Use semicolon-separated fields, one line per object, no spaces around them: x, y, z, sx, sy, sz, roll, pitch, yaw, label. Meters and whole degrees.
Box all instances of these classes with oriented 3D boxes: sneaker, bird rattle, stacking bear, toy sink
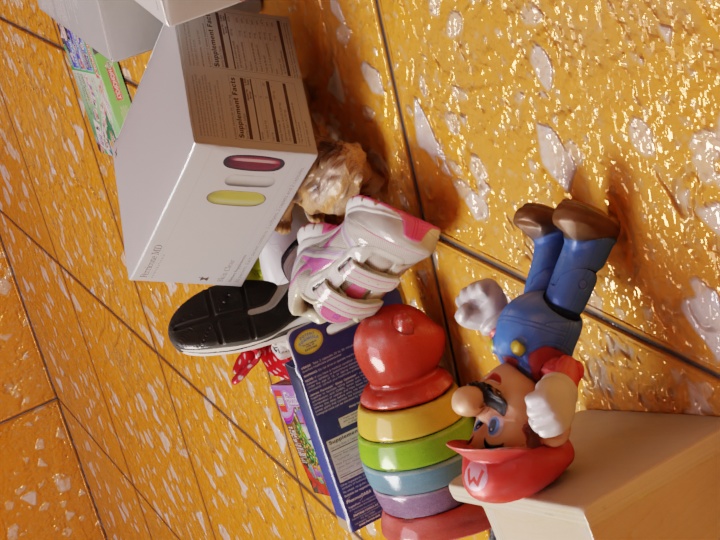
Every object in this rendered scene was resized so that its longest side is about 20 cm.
0.000;0.000;1.203;0.200;0.081;0.089;-27;44;63;sneaker
-0.109;0.019;1.553;0.163;0.112;0.201;-108;4;-57;bird rattle
0.048;0.125;1.253;0.121;0.113;0.201;12;119;64;stacking bear
0.170;0.174;0.980;0.200;0.130;0.112;-9;104;67;toy sink
-0.071;-0.004;1.440;0.115;0.075;0.200;55;151;27;sneaker
-0.075;0.063;1.353;0.116;0.200;0.076;82;172;-50;sneaker

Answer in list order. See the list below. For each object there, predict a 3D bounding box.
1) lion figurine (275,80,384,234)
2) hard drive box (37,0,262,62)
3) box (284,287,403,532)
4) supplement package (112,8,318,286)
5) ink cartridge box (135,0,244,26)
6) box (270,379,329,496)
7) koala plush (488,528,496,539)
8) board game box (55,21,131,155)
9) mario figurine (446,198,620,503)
-0.055;-0.116;1.288;0.200;0.072;0.123;59;148;30;lion figurine
-0.208;-0.279;1.362;0.200;0.155;0.077;37;143;50;hard drive box
0.007;0.123;1.317;0.032;0.121;0.201;17;127;63;box
-0.134;-0.105;1.265;0.200;0.110;0.156;124;142;-48;supplement package
-0.146;-0.294;1.217;0.200;0.145;0.084;42;149;48;ink cartridge box
-0.028;0.180;1.569;0.137;0.039;0.200;68;159;-4;box
0.114;0.266;1.107;0.184;0.199;0.178;54;156;29;koala plush
-0.339;-0.244;1.876;0.134;0.029;0.201;21;131;60;board game box
0.099;0.050;0.933;0.123;0.106;0.201;48;-124;-74;mario figurine
